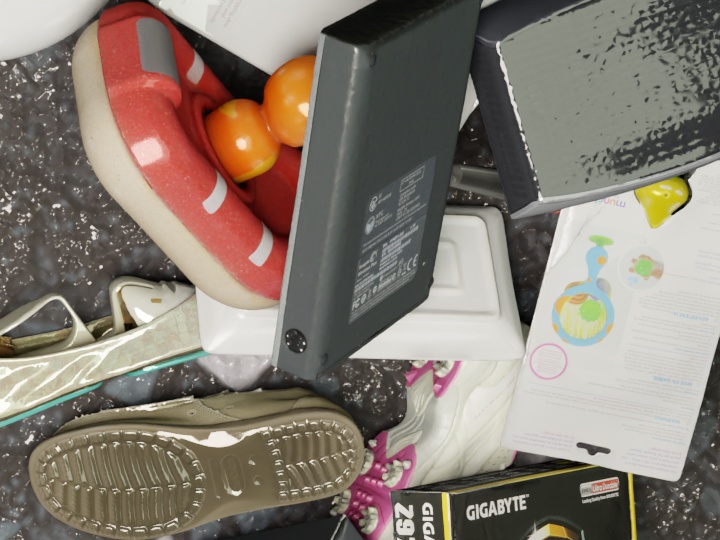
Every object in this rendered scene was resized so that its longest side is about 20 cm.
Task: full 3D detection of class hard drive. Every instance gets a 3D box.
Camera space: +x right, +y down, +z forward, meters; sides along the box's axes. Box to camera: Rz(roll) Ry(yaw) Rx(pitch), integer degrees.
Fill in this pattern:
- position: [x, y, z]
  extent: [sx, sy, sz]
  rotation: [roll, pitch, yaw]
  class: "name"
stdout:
- position: [0.010, -0.054, 1.449]
  extent: [0.140, 0.033, 0.200]
  rotation: [-34, 140, -53]
  class: "hard drive"
- position: [0.166, -0.115, 1.518]
  extent: [0.200, 0.042, 0.135]
  rotation: [-19, 105, -12]
  class: "hard drive"

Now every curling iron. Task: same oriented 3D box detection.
- position: [0.118, -0.055, 1.585]
  extent: [0.200, 0.026, 0.050]
  rotation: [0, 110, -39]
  class: "curling iron"

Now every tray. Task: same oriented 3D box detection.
- position: [0.000, 0.000, 1.564]
  extent: [0.200, 0.108, 0.022]
  rotation: [2, 150, -18]
  class: "tray"

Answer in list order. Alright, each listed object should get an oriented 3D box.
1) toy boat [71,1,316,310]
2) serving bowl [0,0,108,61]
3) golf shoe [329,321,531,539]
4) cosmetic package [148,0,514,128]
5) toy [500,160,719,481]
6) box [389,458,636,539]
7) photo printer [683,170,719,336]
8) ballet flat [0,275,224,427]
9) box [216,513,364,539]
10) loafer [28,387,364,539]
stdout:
- position: [-0.061, -0.073, 1.453]
  extent: [0.131, 0.131, 0.200]
  rotation: [-26, 138, 14]
  class: "toy boat"
- position: [-0.208, -0.206, 1.449]
  extent: [0.200, 0.066, 0.200]
  rotation: [-5, 108, -15]
  class: "serving bowl"
- position: [0.053, 0.116, 1.627]
  extent: [0.091, 0.075, 0.200]
  rotation: [27, 98, -26]
  class: "golf shoe"
- position: [-0.017, -0.156, 1.517]
  extent: [0.200, 0.081, 0.113]
  rotation: [31, 96, -24]
  class: "cosmetic package"
- position: [0.161, 0.019, 1.601]
  extent: [0.115, 0.047, 0.200]
  rotation: [12, 107, -8]
  class: "toy"
- position: [0.098, 0.201, 1.598]
  extent: [0.200, 0.049, 0.160]
  rotation: [-3, 92, -52]
  class: "box"
- position: [0.279, -0.070, 1.635]
  extent: [0.166, 0.069, 0.200]
  rotation: [-10, 109, -21]
  class: "photo printer"
- position: [-0.151, 0.037, 1.543]
  extent: [0.200, 0.067, 0.062]
  rotation: [-20, 104, -11]
  class: "ballet flat"
- position: [-0.021, 0.252, 1.603]
  extent: [0.200, 0.141, 0.079]
  rotation: [55, 45, -24]
  class: "box"
- position: [-0.097, 0.112, 1.583]
  extent: [0.200, 0.068, 0.076]
  rotation: [-4, 107, 1]
  class: "loafer"
